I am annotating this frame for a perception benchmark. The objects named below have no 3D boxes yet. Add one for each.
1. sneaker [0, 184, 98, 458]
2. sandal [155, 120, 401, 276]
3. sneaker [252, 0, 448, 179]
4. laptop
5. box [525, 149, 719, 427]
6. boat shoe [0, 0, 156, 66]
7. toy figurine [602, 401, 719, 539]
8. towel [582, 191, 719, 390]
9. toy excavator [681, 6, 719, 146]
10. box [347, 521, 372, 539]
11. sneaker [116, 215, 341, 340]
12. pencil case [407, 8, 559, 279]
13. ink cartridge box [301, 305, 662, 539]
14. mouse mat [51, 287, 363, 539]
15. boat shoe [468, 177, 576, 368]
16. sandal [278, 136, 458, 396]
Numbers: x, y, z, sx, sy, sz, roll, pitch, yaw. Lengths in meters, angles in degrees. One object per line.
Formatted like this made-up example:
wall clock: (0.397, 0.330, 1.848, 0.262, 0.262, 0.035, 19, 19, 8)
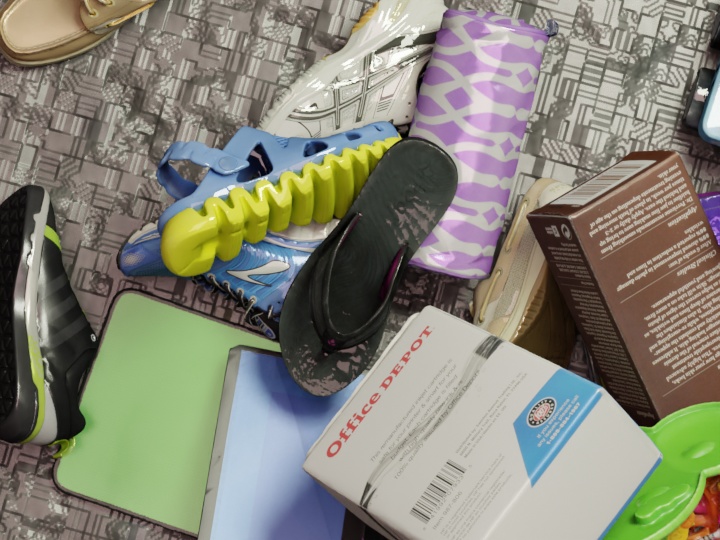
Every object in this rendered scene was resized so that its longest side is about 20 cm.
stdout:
sneaker: (-0.234, 0.039, 1.640, 0.083, 0.072, 0.200, 14, 69, -40)
sandal: (-0.063, -0.071, 1.573, 0.200, 0.080, 0.087, -19, 61, -25)
sneaker: (0.000, -0.121, 1.638, 0.088, 0.076, 0.200, 45, 87, 4)
laptop: (-0.001, 0.137, 1.574, 0.200, 0.103, 0.178, -11, 62, 41)
box: (0.209, 0.025, 1.573, 0.100, 0.075, 0.200, -29, 102, -18)
boat shoe: (-0.184, -0.218, 1.650, 0.200, 0.069, 0.074, -31, 85, -2)
toy figurine: (0.203, 0.211, 1.526, 0.200, 0.150, 0.184, -26, 117, -13)
towel: (0.252, 0.014, 1.651, 0.200, 0.023, 0.144, -10, 84, 0)
toy excavator: (0.289, -0.119, 1.573, 0.100, 0.200, 0.195, 18, 85, 2)
box: (0.044, 0.286, 1.621, 0.200, 0.036, 0.143, 38, 84, 2)
sneaker: (-0.079, 0.004, 1.626, 0.200, 0.079, 0.089, 3, 82, 0)
pencil case: (0.076, -0.092, 1.605, 0.084, 0.085, 0.200, 16, 96, 7)
ink cartridge box: (0.075, 0.124, 1.459, 0.145, 0.200, 0.084, -51, 125, -9)
mouse mat: (-0.112, 0.116, 1.652, 0.200, 0.008, 0.161, 19, 85, 2)
boat shoe: (0.116, 0.030, 1.632, 0.072, 0.065, 0.200, 12, 103, -42)
sandal: (-0.001, -0.001, 1.557, 0.075, 0.048, 0.201, 26, 104, -3)
